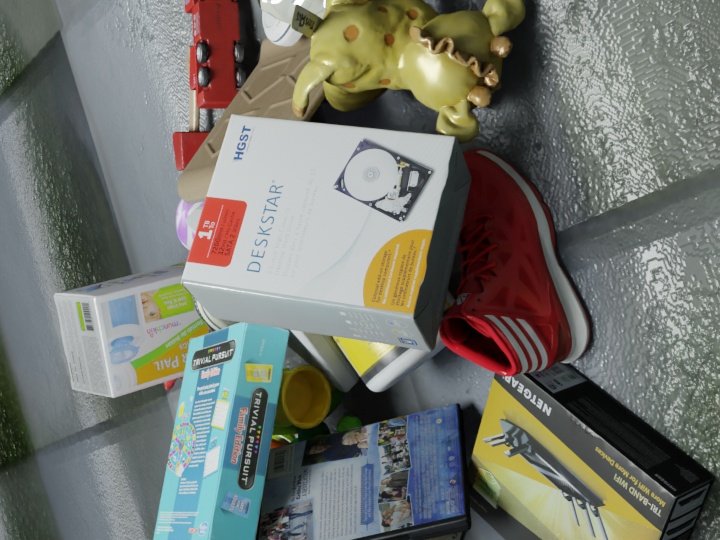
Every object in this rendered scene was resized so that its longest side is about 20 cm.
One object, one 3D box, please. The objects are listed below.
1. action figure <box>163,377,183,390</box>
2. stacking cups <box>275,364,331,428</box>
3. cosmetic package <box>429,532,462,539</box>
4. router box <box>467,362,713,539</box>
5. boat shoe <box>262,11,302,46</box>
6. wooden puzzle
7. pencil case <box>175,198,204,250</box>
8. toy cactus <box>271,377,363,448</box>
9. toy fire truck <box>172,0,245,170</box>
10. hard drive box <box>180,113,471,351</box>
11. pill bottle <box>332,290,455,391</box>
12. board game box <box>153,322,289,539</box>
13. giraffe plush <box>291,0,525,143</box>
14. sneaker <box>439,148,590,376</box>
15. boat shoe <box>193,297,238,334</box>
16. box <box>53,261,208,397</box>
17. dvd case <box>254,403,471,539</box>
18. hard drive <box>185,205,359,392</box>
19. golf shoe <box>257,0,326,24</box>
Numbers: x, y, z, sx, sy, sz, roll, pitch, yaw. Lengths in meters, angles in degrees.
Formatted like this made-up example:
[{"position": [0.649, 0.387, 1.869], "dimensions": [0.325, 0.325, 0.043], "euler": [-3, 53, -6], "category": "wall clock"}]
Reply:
[{"position": [-0.157, 0.186, 1.478], "dimensions": [0.199, 0.065, 0.100], "euler": [25, 111, 47], "category": "action figure"}, {"position": [-0.111, 0.124, 1.278], "dimensions": [0.199, 0.060, 0.061], "euler": [-4, 98, 52], "category": "stacking cups"}, {"position": [-0.011, 0.263, 1.202], "dimensions": [0.104, 0.198, 0.074], "euler": [44, 135, 33], "category": "cosmetic package"}, {"position": [0.180, 0.182, 1.057], "dimensions": [0.200, 0.052, 0.159], "euler": [39, 129, 39], "category": "router box"}, {"position": [-0.075, -0.315, 1.205], "dimensions": [0.073, 0.065, 0.203], "euler": [31, 117, 48], "category": "boat shoe"}, {"position": [-0.078, -0.152, 1.226], "dimensions": [0.184, 0.046, 0.202], "euler": [-7, 50, 53], "category": "wooden puzzle"}, {"position": [-0.095, -0.029, 1.288], "dimensions": [0.198, 0.084, 0.086], "euler": [24, 144, 27], "category": "pencil case"}, {"position": [-0.034, 0.185, 1.320], "dimensions": [0.199, 0.102, 0.166], "euler": [-17, 106, 50], "category": "toy cactus"}, {"position": [-0.167, -0.215, 1.371], "dimensions": [0.141, 0.048, 0.203], "euler": [172, 95, -68], "category": "toy fire truck"}, {"position": [-0.025, -0.032, 1.028], "dimensions": [0.197, 0.077, 0.158], "euler": [7, 69, 19], "category": "hard drive box"}, {"position": [0.000, 0.000, 1.155], "dimensions": [0.201, 0.111, 0.112], "euler": [55, 139, 8], "category": "pill bottle"}, {"position": [-0.131, 0.158, 1.186], "dimensions": [0.151, 0.046, 0.203], "euler": [-19, 59, 61], "category": "board game box"}, {"position": [0.049, -0.187, 1.050], "dimensions": [0.160, 0.200, 0.175], "euler": [19, 113, 14], "category": "giraffe plush"}, {"position": [0.104, -0.007, 1.045], "dimensions": [0.078, 0.115, 0.202], "euler": [-48, 65, 46], "category": "sneaker"}, {"position": [-0.133, 0.044, 1.306], "dimensions": [0.061, 0.200, 0.076], "euler": [-11, 81, 13], "category": "boat shoe"}, {"position": [-0.221, 0.059, 1.410], "dimensions": [0.101, 0.198, 0.114], "euler": [2, 104, 52], "category": "box"}, {"position": [0.000, 0.195, 1.137], "dimensions": [0.144, 0.197, 0.018], "euler": [-90, -19, -52], "category": "dvd case"}, {"position": [-0.079, 0.030, 1.190], "dimensions": [0.132, 0.027, 0.200], "euler": [38, 168, 33], "category": "hard drive"}, {"position": [-0.041, -0.316, 1.127], "dimensions": [0.078, 0.096, 0.203], "euler": [-136, 54, -79], "category": "golf shoe"}]
